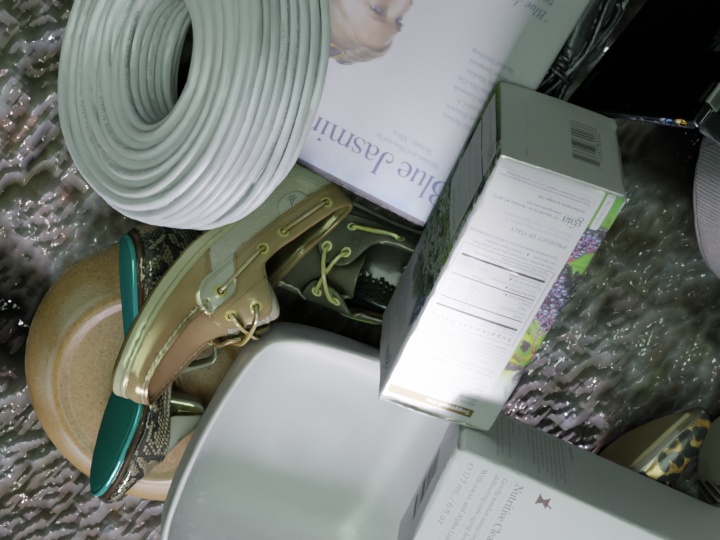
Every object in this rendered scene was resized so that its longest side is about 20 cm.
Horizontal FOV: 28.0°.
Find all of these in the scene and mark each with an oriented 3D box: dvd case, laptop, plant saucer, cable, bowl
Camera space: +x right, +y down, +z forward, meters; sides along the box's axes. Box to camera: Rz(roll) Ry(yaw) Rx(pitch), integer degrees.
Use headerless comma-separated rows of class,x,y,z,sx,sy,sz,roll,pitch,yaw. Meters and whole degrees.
dvd case,0.032,-0.123,0.858,0.142,0.018,0.201,26,128,-5
laptop,0.260,-0.121,0.846,0.116,0.200,0.188,45,78,-26
plant saucer,-0.145,0.080,1.026,0.198,0.035,0.202,1,108,2
cable,-0.105,-0.127,0.873,0.069,0.200,0.201,7,126,-43
bowl,-0.029,0.132,0.997,0.199,0.075,0.201,21,108,-24

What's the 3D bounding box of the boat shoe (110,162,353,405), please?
boat shoe,-0.078,0.009,0.910,0.066,0.074,0.201,34,74,9

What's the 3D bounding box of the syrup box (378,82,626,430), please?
syrup box,0.080,-0.004,0.875,0.081,0.079,0.201,17,128,-9

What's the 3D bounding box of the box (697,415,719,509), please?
box,0.288,0.111,0.934,0.081,0.200,0.069,10,65,-2

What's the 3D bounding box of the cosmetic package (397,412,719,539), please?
cosmetic package,0.132,0.180,0.944,0.198,0.081,0.114,23,111,-2

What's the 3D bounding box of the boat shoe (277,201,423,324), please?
boat shoe,0.001,-0.003,0.980,0.200,0.060,0.073,14,107,-2

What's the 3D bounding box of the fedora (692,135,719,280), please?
fedora,0.275,-0.037,0.925,0.090,0.178,0.200,-7,147,38

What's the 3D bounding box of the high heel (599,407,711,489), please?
high heel,0.216,0.192,1.023,0.142,0.072,0.200,37,118,-5

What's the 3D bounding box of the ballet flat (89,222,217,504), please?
ballet flat,-0.134,0.066,0.975,0.075,0.068,0.202,3,107,-25

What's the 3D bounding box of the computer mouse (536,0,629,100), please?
computer mouse,0.059,-0.169,0.875,0.199,0.053,0.139,33,94,-7
